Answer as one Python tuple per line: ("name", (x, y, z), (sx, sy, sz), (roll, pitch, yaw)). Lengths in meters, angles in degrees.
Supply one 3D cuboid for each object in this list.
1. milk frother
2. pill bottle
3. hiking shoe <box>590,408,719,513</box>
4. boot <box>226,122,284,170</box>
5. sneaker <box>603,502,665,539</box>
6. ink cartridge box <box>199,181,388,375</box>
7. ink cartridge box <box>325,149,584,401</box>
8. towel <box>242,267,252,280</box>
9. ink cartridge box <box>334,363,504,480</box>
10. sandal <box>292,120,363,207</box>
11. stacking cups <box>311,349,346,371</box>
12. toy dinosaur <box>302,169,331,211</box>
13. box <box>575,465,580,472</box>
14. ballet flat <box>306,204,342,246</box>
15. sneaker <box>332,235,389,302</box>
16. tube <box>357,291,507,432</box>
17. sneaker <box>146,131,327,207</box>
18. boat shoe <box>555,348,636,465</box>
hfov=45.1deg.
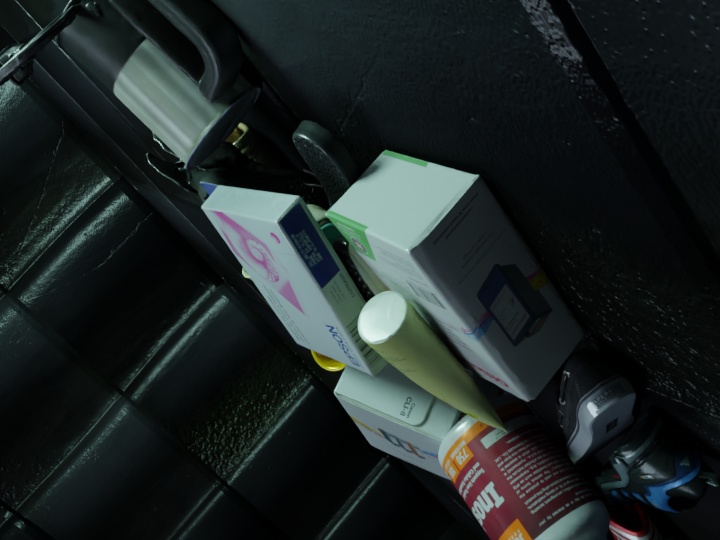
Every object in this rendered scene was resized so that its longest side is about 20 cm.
("milk frother", (-0.228, -0.186, 0.860), (0.188, 0.201, 0.180), (43, 165, -3))
("pill bottle", (0.173, 0.234, 0.866), (0.201, 0.112, 0.113), (53, 176, 32))
("hiking shoe", (0.278, 0.205, 0.833), (0.086, 0.075, 0.201), (39, 168, 21))
("boot", (-0.147, -0.119, 1.137), (0.156, 0.073, 0.199), (48, 166, -24))
("sneaker", (0.340, 0.325, 1.127), (0.117, 0.077, 0.200), (62, 168, -4))
("ink cartridge box", (-0.077, 0.005, 0.876), (0.198, 0.043, 0.198), (12, 141, 51))
("ink cartridge box", (0.082, 0.004, 0.752), (0.201, 0.088, 0.145), (51, 167, -30))
("towel", (-0.036, 0.019, 1.084), (0.197, 0.037, 0.148), (4, -167, -32))
("ink cartridge box", (0.079, 0.140, 1.030), (0.143, 0.147, 0.201), (19, 159, 22))
("sandal", (0.001, -0.079, 0.822), (0.075, 0.048, 0.201), (31, 166, 30))
("stacking cups", (0.012, 0.079, 1.088), (0.060, 0.061, 0.199), (38, -160, 20))
("toy dinosaur", (-0.011, -0.065, 0.955), (0.196, 0.107, 0.182), (10, 161, -9))
("box", (0.244, 0.352, 1.145), (0.149, 0.122, 0.203), (-150, 38, -82))
("ballet flat", (0.000, 0.000, 0.912), (0.201, 0.067, 0.062), (51, 176, -36))
("sneaker", (0.052, 0.015, 0.868), (0.200, 0.094, 0.070), (47, 166, -29))
("tube", (0.069, 0.092, 0.795), (0.200, 0.051, 0.059), (45, -149, -43))
("sneaker", (-0.139, -0.112, 1.003), (0.197, 0.061, 0.105), (-1, -142, -38))
("boat shoe", (0.212, 0.127, 0.817), (0.067, 0.069, 0.200), (56, 178, 27))
